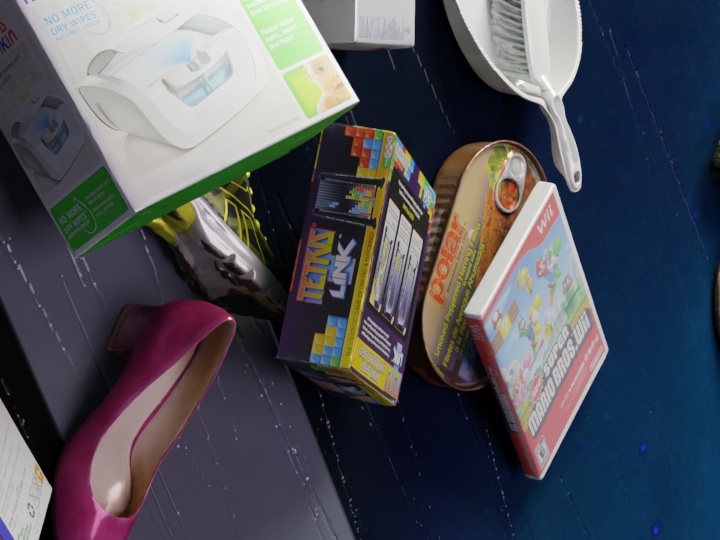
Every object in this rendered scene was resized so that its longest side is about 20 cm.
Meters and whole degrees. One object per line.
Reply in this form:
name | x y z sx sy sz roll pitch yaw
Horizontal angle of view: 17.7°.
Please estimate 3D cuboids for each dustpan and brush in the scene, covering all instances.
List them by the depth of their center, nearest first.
dustpan and brush | 0.137 -0.159 1.817 0.139 0.057 0.201 -21 107 -43

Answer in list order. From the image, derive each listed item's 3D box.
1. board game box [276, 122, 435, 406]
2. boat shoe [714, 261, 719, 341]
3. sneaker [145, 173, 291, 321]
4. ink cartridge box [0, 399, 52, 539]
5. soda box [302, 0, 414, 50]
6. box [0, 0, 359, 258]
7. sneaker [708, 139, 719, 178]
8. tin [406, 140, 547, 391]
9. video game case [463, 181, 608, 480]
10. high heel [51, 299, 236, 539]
board game box | 0.000 0.000 1.623 0.200 0.057 0.166 48 54 -75
boat shoe | 0.370 0.075 2.049 0.075 0.075 0.203 -23 108 -42
sneaker | -0.095 -0.044 1.580 0.200 0.074 0.085 50 58 -34
ink cartridge box | -0.257 0.111 1.374 0.198 0.047 0.200 -84 150 -62
soda box | -0.004 -0.261 1.666 0.064 0.068 0.201 -1 93 -45
box | -0.134 -0.132 1.481 0.200 0.097 0.177 -28 88 -38
sneaker | 0.369 -0.059 2.057 0.200 0.080 0.086 47 72 -26
tin | 0.087 -0.005 1.791 0.112 0.042 0.201 34 69 -45
video game case | 0.141 0.049 1.818 0.143 0.017 0.200 -59 143 -32
high heel | -0.140 0.115 1.526 0.067 0.096 0.201 33 69 -41
